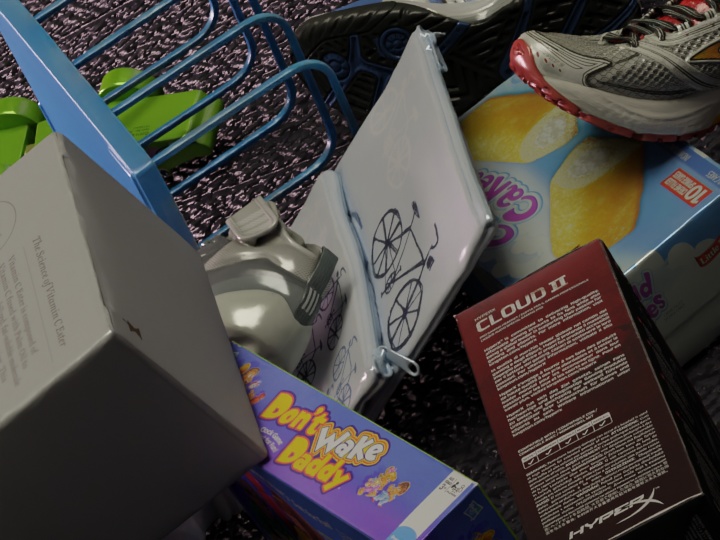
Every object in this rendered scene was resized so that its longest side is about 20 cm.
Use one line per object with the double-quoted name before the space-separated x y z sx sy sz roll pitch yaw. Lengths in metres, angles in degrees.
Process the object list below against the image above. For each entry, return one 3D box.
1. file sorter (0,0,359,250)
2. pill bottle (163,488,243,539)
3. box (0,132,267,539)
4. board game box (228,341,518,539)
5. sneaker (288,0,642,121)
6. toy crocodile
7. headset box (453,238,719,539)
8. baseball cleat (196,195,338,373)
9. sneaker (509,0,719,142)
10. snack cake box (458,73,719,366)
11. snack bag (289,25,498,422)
"file sorter" -0.098 -0.096 1.635 0.123 0.139 0.200 -34 50 -9
"pill bottle" -0.143 0.139 1.441 0.200 0.111 0.111 -42 34 -12
"box" -0.162 0.068 1.326 0.200 0.106 0.152 -38 38 13
"board game box" 0.011 0.119 1.312 0.045 0.135 0.200 -44 35 -14
"sneaker" 0.059 -0.132 1.647 0.200 0.076 0.077 -7 31 14
"toy crocodile" -0.168 -0.069 1.777 0.200 0.062 0.068 -11 51 26
"headset box" 0.116 0.095 1.239 0.077 0.149 0.200 -29 35 7
"baseball cleat" -0.085 0.015 1.529 0.200 0.070 0.107 3 53 45
"sneaker" 0.161 -0.112 1.435 0.200 0.082 0.078 -6 25 -27
"snack cake box" 0.107 -0.021 1.468 0.115 0.067 0.200 -38 33 -7
"snack bag" 0.000 0.000 1.484 0.200 0.021 0.189 -58 26 26
